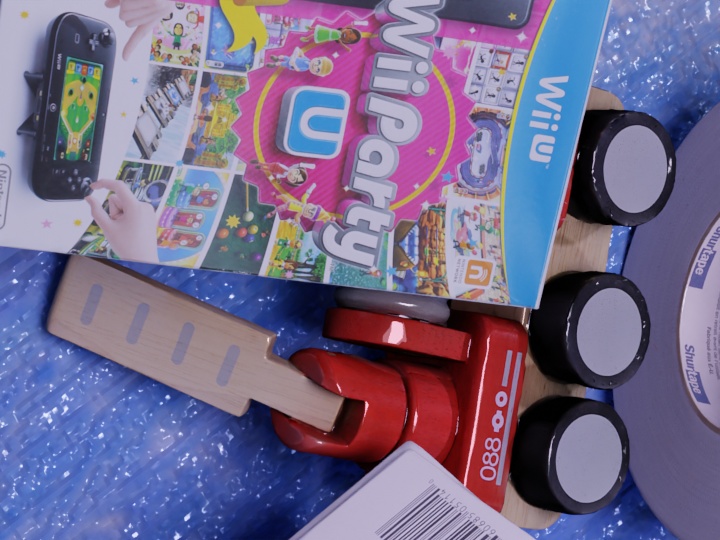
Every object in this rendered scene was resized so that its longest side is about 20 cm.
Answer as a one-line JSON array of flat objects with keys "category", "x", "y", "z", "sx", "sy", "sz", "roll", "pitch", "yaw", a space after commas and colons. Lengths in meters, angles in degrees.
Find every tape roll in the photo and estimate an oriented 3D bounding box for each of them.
[{"category": "tape roll", "x": 0.185, "y": 0.021, "z": 0.953, "sx": 0.066, "sy": 0.200, "sz": 0.201, "roll": 11, "pitch": 87, "yaw": -28}]

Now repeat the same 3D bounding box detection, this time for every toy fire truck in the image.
[{"category": "toy fire truck", "x": 0.000, "y": 0.000, "z": 0.914, "sx": 0.200, "sy": 0.129, "sz": 0.177, "roll": 12, "pitch": 87, "yaw": -37}]

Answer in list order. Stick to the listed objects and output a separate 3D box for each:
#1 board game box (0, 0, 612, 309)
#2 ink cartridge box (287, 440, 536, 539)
[{"category": "board game box", "x": -0.024, "y": -0.075, "z": 0.803, "sx": 0.199, "sy": 0.064, "sz": 0.148, "roll": 6, "pitch": 116, "yaw": -10}, {"category": "ink cartridge box", "x": -0.004, "y": 0.195, "z": 0.879, "sx": 0.175, "sy": 0.084, "sz": 0.200, "roll": -38, "pitch": 141, "yaw": -20}]
